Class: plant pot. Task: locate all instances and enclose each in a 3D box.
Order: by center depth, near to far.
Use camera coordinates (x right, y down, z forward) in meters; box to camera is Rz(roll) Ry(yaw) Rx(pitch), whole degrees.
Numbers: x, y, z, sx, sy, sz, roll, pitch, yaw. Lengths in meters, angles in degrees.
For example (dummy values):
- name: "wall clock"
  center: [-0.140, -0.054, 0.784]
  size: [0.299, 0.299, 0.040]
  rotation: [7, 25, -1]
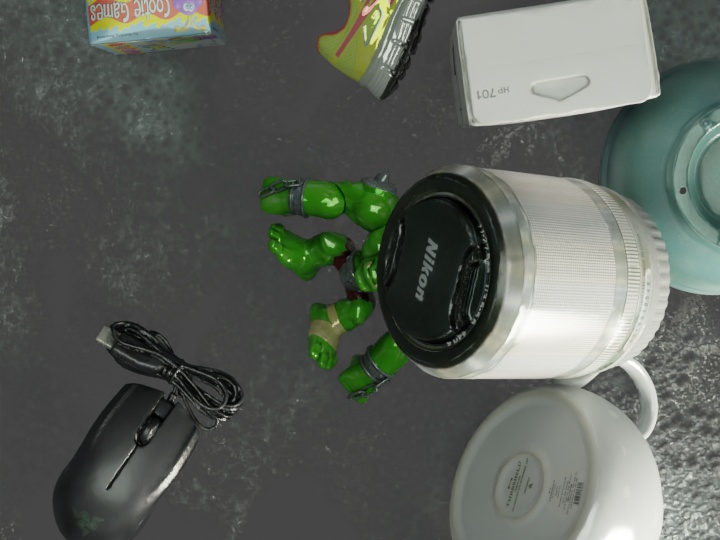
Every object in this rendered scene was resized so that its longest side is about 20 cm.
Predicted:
- name: "plant pot"
  center: [0.303, -0.076, 1.241]
  size: [0.198, 0.134, 0.203]
  rotation: [0, 93, 2]

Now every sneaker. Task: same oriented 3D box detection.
- name: "sneaker"
  center: [0.024, -0.252, 1.272]
  size: [0.090, 0.078, 0.202]
  rotation: [24, 92, 8]

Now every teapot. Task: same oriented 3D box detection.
- name: "teapot"
  center: [0.180, 0.194, 1.257]
  size: [0.145, 0.198, 0.200]
  rotation: [25, 118, -34]

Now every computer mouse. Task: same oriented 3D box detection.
- name: "computer mouse"
  center: [-0.203, 0.156, 1.313]
  size: [0.138, 0.053, 0.201]
  rotation: [29, 94, -1]

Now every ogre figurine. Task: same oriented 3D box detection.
- name: "ogre figurine"
  center: [0.000, 0.000, 1.281]
  size: [0.119, 0.098, 0.202]
  rotation: [-23, 77, 21]

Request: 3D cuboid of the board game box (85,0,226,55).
- name: "board game box"
  center: [-0.175, -0.288, 1.262]
  size: [0.102, 0.105, 0.202]
  rotation: [-5, 93, 2]

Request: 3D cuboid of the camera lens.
- name: "camera lens"
  center: [0.124, 0.004, 1.189]
  size: [0.199, 0.159, 0.162]
  rotation: [3, 94, -39]

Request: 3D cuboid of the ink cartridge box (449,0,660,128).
- name: "ink cartridge box"
  center: [0.148, -0.163, 1.208]
  size: [0.145, 0.200, 0.087]
  rotation: [-8, 93, 2]
